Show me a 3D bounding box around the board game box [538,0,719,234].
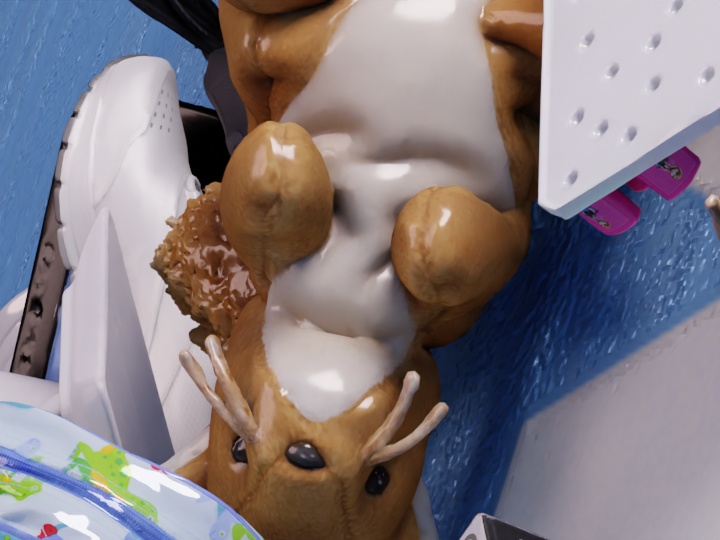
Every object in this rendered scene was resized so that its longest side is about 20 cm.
[{"bbox_3d":[0.130,-0.126,0.765,0.200,0.026,0.200,-33,37,35],"label":"board game box"}]

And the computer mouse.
[{"bbox_3d":[-0.043,-0.079,1.104,0.046,0.140,0.200,-45,22,9],"label":"computer mouse"}]

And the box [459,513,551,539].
[{"bbox_3d":[0.037,0.171,0.707,0.117,0.060,0.200,-57,21,28],"label":"box"}]

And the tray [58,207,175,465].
[{"bbox_3d":[-0.078,0.088,0.996,0.107,0.022,0.200,-98,-3,-55],"label":"tray"}]

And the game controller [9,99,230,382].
[{"bbox_3d":[-0.096,0.027,1.174,0.104,0.042,0.201,17,96,39],"label":"game controller"}]

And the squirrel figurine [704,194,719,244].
[{"bbox_3d":[0.157,-0.048,0.564,0.200,0.141,0.187,-59,4,-20],"label":"squirrel figurine"}]

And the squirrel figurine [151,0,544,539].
[{"bbox_3d":[0.000,0.000,0.920,0.200,0.141,0.187,157,123,-84],"label":"squirrel figurine"}]

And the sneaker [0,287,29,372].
[{"bbox_3d":[-0.092,0.019,1.255,0.200,0.075,0.100,-48,51,38],"label":"sneaker"}]

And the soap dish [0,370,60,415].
[{"bbox_3d":[-0.195,0.084,1.074,0.200,0.157,0.081,-41,-39,-81],"label":"soap dish"}]

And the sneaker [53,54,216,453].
[{"bbox_3d":[-0.071,0.011,1.108,0.075,0.087,0.201,31,-127,-72],"label":"sneaker"}]

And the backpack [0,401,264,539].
[{"bbox_3d":[-0.083,0.120,0.833,0.154,0.163,0.200,-61,-18,4],"label":"backpack"}]
